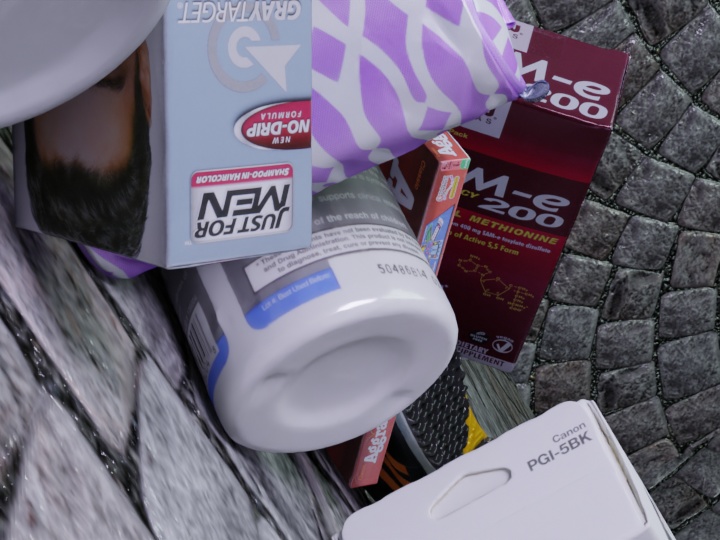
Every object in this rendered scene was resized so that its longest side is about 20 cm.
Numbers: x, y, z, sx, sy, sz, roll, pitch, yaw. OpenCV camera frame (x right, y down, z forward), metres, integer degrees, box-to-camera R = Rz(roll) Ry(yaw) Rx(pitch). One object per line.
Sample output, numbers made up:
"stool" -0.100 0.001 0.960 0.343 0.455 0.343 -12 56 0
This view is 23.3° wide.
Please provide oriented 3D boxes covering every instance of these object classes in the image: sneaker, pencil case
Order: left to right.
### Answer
"pencil case" -0.031 -0.068 0.694 0.086 0.199 0.084 -65 131 -77
"sneaker" 0.018 0.091 0.972 0.201 0.090 0.070 61 38 -35

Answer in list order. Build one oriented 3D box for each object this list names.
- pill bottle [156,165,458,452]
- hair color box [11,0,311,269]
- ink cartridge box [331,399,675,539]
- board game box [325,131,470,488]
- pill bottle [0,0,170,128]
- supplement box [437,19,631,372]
"pill bottle" -0.044 -0.028 0.798 0.201 0.113 0.114 64 6 30
"hair color box" -0.068 -0.109 0.574 0.099 0.060 0.201 13 -73 49
"ink cartridge box" 0.096 0.175 0.878 0.200 0.146 0.083 54 10 -46
"board game box" 0.000 0.000 0.864 0.103 0.019 0.201 53 -40 42
"pill bottle" -0.140 -0.149 0.515 0.201 0.115 0.116 63 6 22
"supplement box" 0.058 -0.040 0.913 0.201 0.108 0.061 105 2 -49
